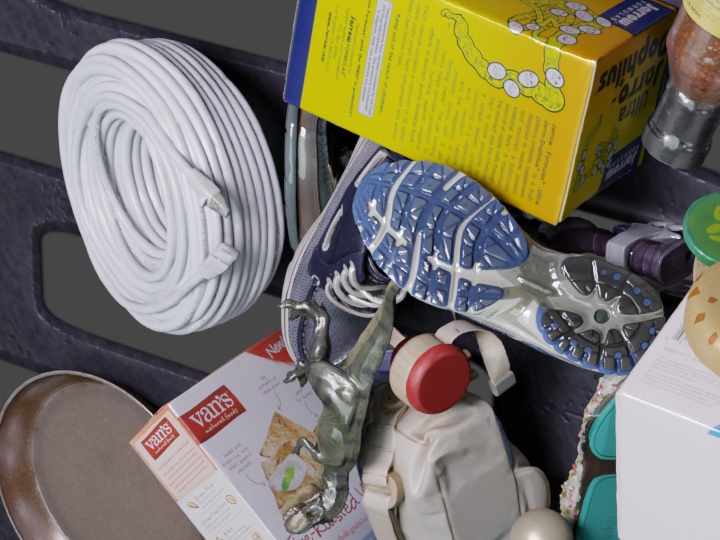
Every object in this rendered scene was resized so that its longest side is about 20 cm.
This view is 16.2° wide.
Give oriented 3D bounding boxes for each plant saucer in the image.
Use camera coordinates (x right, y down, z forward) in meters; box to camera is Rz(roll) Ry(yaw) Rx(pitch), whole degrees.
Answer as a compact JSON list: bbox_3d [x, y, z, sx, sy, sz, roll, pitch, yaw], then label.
[{"bbox_3d":[-0.187,0.162,1.875,0.199,0.032,0.202,16,120,29],"label":"plant saucer"}]

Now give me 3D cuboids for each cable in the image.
[{"bbox_3d":[-0.128,-0.058,1.671,0.201,0.069,0.200,62,149,17],"label":"cable"}]

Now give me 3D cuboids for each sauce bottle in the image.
[{"bbox_3d":[0.211,-0.148,1.426,0.066,0.066,0.201,36,127,17],"label":"sauce bottle"}]

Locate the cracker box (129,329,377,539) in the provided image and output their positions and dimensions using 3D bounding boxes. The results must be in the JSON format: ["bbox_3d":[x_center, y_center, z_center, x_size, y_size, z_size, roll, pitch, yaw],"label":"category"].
[{"bbox_3d":[-0.043,0.152,1.701,0.200,0.134,0.058,50,130,5],"label":"cracker box"}]

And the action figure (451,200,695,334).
[{"bbox_3d":[0.121,-0.011,1.556,0.199,0.069,0.131,17,127,33],"label":"action figure"}]

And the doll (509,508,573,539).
[{"bbox_3d":[0.134,0.228,1.613,0.136,0.048,0.201,35,156,48],"label":"doll"}]

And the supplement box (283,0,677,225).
[{"bbox_3d":[0.070,-0.128,1.507,0.199,0.109,0.110,25,124,23],"label":"supplement box"}]

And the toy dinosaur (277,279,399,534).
[{"bbox_3d":[-0.017,0.066,1.563,0.088,0.047,0.201,48,133,41],"label":"toy dinosaur"}]

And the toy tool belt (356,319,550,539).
[{"bbox_3d":[0.035,0.101,1.625,0.123,0.125,0.201,36,154,45],"label":"toy tool belt"}]

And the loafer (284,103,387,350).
[{"bbox_3d":[-0.015,-0.025,1.654,0.062,0.072,0.201,1,120,6],"label":"loafer"}]

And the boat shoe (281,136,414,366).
[{"bbox_3d":[0.000,0.000,1.576,0.074,0.093,0.201,15,120,-10],"label":"boat shoe"}]

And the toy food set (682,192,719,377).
[{"bbox_3d":[0.273,-0.004,1.370,0.198,0.199,0.049,1,137,10],"label":"toy food set"}]

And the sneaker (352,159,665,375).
[{"bbox_3d":[0.082,0.007,1.481,0.199,0.085,0.077,31,83,9],"label":"sneaker"}]

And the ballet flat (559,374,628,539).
[{"bbox_3d":[0.161,0.101,1.565,0.075,0.064,0.201,7,133,-14],"label":"ballet flat"}]

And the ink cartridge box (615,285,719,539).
[{"bbox_3d":[0.246,0.068,1.429,0.128,0.200,0.126,21,139,26],"label":"ink cartridge box"}]
